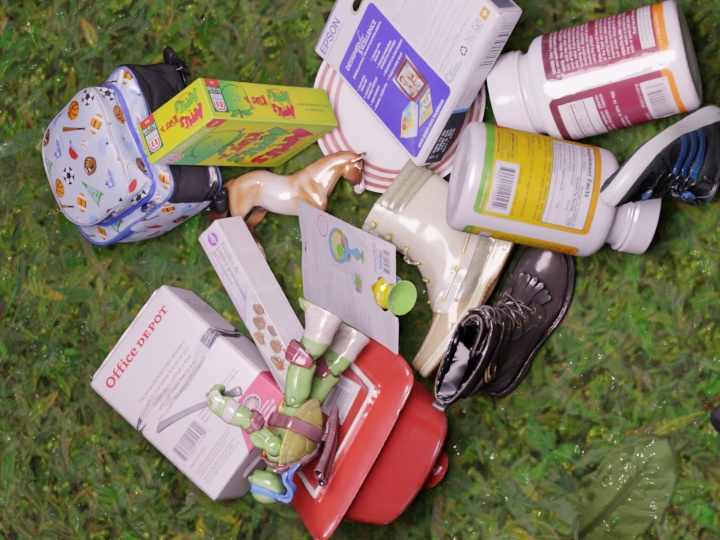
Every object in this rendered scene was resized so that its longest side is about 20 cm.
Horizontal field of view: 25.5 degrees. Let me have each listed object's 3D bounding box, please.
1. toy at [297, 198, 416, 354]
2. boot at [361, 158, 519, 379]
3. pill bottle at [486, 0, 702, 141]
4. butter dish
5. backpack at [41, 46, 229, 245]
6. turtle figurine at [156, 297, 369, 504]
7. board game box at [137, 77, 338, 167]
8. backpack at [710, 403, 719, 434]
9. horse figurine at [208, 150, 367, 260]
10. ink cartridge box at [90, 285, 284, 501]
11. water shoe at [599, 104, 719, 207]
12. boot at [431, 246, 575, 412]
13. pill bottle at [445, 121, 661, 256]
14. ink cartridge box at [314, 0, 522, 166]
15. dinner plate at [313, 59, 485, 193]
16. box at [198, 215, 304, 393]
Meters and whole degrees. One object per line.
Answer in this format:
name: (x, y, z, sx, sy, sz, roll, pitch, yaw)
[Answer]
toy: (0.000, 0.000, 1.649, 0.200, 0.047, 0.116, 32, 129, 57)
boot: (0.066, -0.003, 1.672, 0.154, 0.072, 0.201, 29, 89, 10)
pill bottle: (0.237, -0.195, 1.614, 0.199, 0.114, 0.115, -13, 81, 18)
butter dish: (0.024, 0.181, 1.648, 0.147, 0.200, 0.200, 25, 97, -22)
backpack: (-0.261, -0.117, 1.764, 0.190, 0.154, 0.201, -38, 65, 48)
turtle figurine: (-0.090, 0.122, 1.586, 0.194, 0.144, 0.200, -61, 25, -6)
board game box: (-0.127, -0.154, 1.688, 0.101, 0.200, 0.048, -31, 73, 35)
backpack: (0.451, 0.189, 1.496, 0.163, 0.154, 0.200, -35, 53, 12)
horse figurine: (-0.088, -0.065, 1.747, 0.199, 0.050, 0.133, 3, 104, 21)
ink cartridge box: (-0.175, 0.133, 1.753, 0.200, 0.084, 0.145, 40, 99, 18)
water shoe: (0.313, -0.098, 1.543, 0.079, 0.200, 0.072, 51, 142, 8)
boot: (0.144, 0.051, 1.593, 0.069, 0.174, 0.201, 24, 94, 21)
pill bottle: (0.194, -0.076, 1.594, 0.199, 0.111, 0.112, 12, 89, -6)
ink cartridge box: (0.054, -0.248, 1.649, 0.200, 0.043, 0.198, 50, 131, 27)
dinner plate: (0.042, -0.182, 1.734, 0.199, 0.024, 0.201, -2, 84, 21)
box: (-0.106, 0.035, 1.703, 0.039, 0.041, 0.200, -43, 70, 39)
